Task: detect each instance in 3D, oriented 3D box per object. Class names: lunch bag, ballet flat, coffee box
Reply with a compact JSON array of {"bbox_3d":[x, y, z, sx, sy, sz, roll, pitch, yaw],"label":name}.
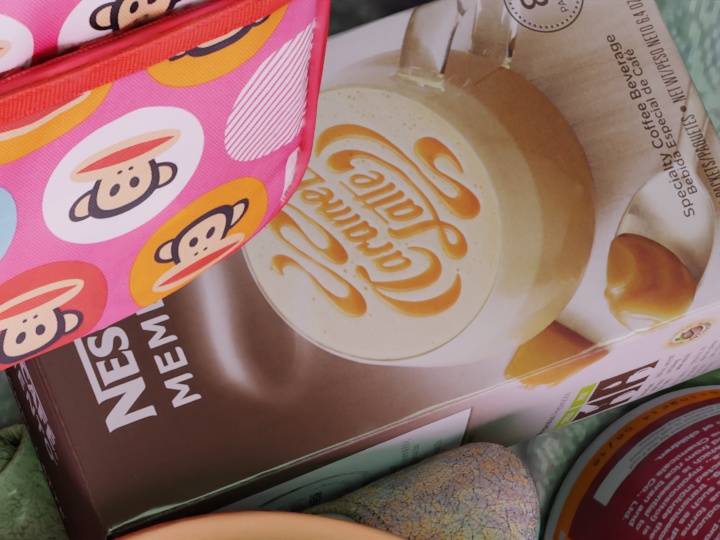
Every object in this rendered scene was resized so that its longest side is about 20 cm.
[{"bbox_3d":[-0.102,-0.048,0.658,0.200,0.082,0.176,-24,150,-24],"label":"lunch bag"},{"bbox_3d":[-0.033,0.118,0.776,0.200,0.068,0.067,-49,137,13],"label":"ballet flat"},{"bbox_3d":[0.000,0.000,0.804,0.200,0.080,0.114,-21,76,-13],"label":"coffee box"}]

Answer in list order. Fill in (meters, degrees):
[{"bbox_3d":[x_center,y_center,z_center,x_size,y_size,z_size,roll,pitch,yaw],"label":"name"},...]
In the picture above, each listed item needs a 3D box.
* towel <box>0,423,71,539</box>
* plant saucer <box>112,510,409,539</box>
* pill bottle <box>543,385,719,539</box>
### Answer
[{"bbox_3d":[-0.128,0.156,0.834,0.200,0.036,0.148,-43,109,-6],"label":"towel"},{"bbox_3d":[-0.023,0.160,0.717,0.200,0.032,0.200,1,82,-10],"label":"plant saucer"},{"bbox_3d":[0.135,0.105,0.819,0.113,0.200,0.113,-3,100,-16],"label":"pill bottle"}]
